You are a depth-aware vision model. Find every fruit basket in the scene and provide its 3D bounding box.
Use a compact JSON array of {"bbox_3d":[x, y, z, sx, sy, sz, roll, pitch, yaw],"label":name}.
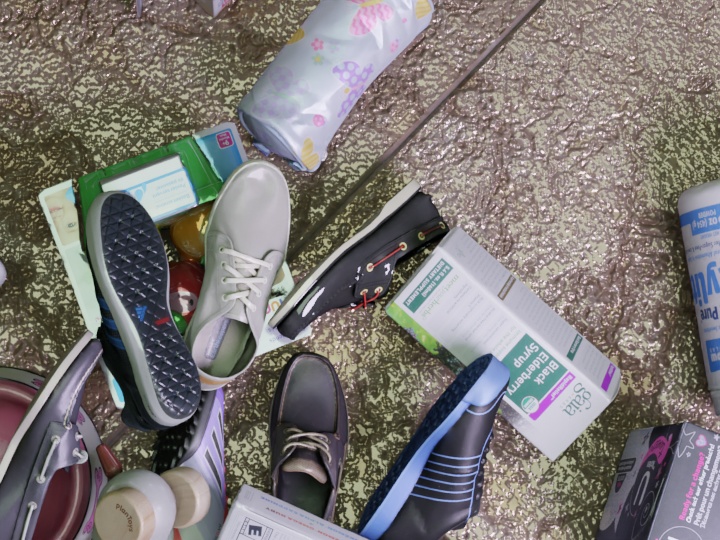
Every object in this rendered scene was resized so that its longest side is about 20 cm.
[{"bbox_3d":[-0.160,-0.007,1.631,0.184,0.094,0.201,-20,83,-6],"label":"fruit basket"}]

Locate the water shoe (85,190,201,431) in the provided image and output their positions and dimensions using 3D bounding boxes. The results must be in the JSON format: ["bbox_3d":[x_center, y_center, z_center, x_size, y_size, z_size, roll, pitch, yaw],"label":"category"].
[{"bbox_3d":[-0.197,0.037,1.564,0.071,0.079,0.202,-10,82,-45],"label":"water shoe"}]

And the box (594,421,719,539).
[{"bbox_3d":[0.278,0.205,1.590,0.114,0.200,0.133,20,82,-3],"label":"box"}]

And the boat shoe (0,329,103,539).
[{"bbox_3d":[-0.256,0.146,1.552,0.062,0.073,0.201,30,87,-8],"label":"boat shoe"}]

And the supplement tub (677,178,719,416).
[{"bbox_3d":[0.355,0.019,1.652,0.131,0.132,0.202,-8,83,-5],"label":"supplement tub"}]

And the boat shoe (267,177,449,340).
[{"bbox_3d":[0.001,-0.001,1.630,0.063,0.074,0.201,50,57,-1],"label":"boat shoe"}]

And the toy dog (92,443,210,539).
[{"bbox_3d":[-0.217,0.223,1.557,0.200,0.132,0.096,-47,69,6],"label":"toy dog"}]

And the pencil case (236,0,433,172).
[{"bbox_3d":[-0.021,-0.184,1.669,0.090,0.083,0.201,38,82,-4],"label":"pencil case"}]

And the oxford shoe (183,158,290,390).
[{"bbox_3d":[-0.101,0.007,1.587,0.075,0.058,0.202,16,92,-17],"label":"oxford shoe"}]

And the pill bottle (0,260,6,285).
[{"bbox_3d":[-0.408,0.022,1.603,0.199,0.109,0.110,-37,88,-8],"label":"pill bottle"}]

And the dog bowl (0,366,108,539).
[{"bbox_3d":[-0.316,0.180,1.611,0.198,0.074,0.202,0,84,-4],"label":"dog bowl"}]

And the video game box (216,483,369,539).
[{"bbox_3d":[-0.055,0.301,1.579,0.181,0.047,0.201,25,110,1],"label":"video game box"}]

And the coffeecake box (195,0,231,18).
[{"bbox_3d":[-0.083,-0.329,1.644,0.073,0.154,0.200,44,82,2],"label":"coffeecake box"}]

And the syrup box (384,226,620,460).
[{"bbox_3d":[0.126,0.062,1.643,0.200,0.081,0.079,42,111,1],"label":"syrup box"}]

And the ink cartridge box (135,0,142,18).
[{"bbox_3d":[-0.218,-0.326,1.609,0.083,0.200,0.177,7,82,-3],"label":"ink cartridge box"}]

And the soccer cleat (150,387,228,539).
[{"bbox_3d":[-0.143,0.191,1.636,0.073,0.068,0.202,20,74,-30],"label":"soccer cleat"}]

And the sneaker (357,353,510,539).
[{"bbox_3d":[0.080,0.165,1.610,0.078,0.070,0.201,32,108,-8],"label":"sneaker"}]

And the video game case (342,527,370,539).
[{"bbox_3d":[0.065,0.309,1.649,0.198,0.019,0.144,8,80,-4],"label":"video game case"}]

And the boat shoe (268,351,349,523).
[{"bbox_3d":[-0.043,0.168,1.629,0.074,0.073,0.202,3,79,-8],"label":"boat shoe"}]
